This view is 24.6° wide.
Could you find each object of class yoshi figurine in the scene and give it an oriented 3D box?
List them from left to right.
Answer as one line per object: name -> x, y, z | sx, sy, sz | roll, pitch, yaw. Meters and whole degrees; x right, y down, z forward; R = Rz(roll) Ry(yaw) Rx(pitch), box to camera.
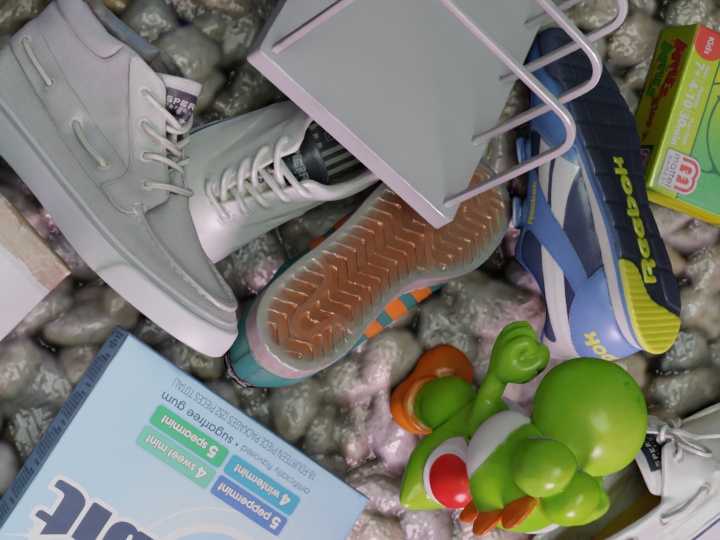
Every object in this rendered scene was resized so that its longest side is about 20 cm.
yoshi figurine -> 0.092, 0.086, 0.886 | 0.111, 0.200, 0.113 | 12, 89, -17

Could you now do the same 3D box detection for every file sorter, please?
file sorter -> 0.063, -0.156, 0.859 | 0.139, 0.124, 0.201 | 40, 54, -21

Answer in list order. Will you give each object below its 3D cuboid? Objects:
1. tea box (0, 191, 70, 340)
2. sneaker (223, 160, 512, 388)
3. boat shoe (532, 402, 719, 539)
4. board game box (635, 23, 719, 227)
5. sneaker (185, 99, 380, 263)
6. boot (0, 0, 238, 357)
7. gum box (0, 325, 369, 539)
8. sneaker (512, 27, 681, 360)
tea box -> -0.258, -0.030, 0.769 | 0.134, 0.197, 0.200 | -45, 105, -10
sneaker -> 0.000, 0.000, 0.926 | 0.199, 0.080, 0.072 | -34, 92, -34
boat shoe -> 0.178, 0.118, 0.979 | 0.201, 0.075, 0.086 | -37, 120, -6
board game box -> 0.263, -0.066, 1.011 | 0.198, 0.048, 0.103 | 19, 87, -18
sneaker -> -0.052, -0.057, 0.899 | 0.199, 0.071, 0.074 | -31, 102, -14
boot -> -0.112, -0.057, 0.839 | 0.096, 0.073, 0.200 | -46, 78, 10
gum box -> -0.118, 0.162, 0.905 | 0.169, 0.045, 0.201 | 36, 83, -17
sneaker -> 0.119, -0.042, 0.951 | 0.073, 0.082, 0.203 | 8, 67, -47
